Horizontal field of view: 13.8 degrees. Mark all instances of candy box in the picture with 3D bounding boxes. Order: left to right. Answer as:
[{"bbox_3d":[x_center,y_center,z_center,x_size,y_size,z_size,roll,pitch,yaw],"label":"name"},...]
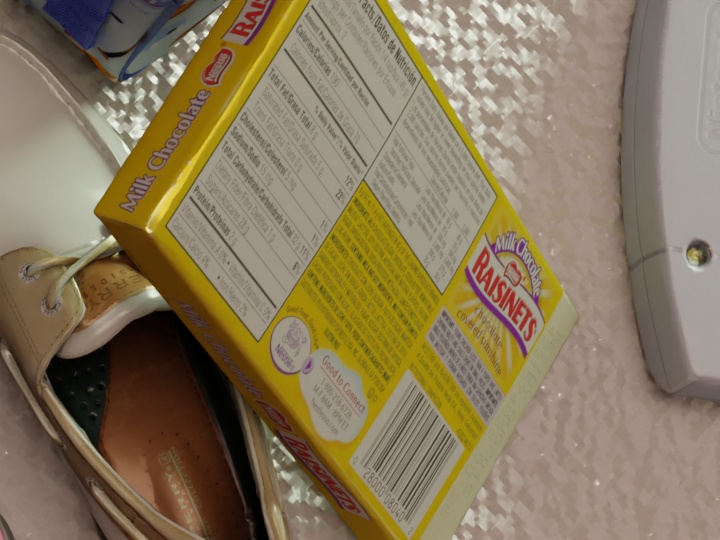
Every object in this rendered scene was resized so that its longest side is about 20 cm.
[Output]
[{"bbox_3d":[0.000,0.000,0.853,0.026,0.200,0.103,16,66,34],"label":"candy box"}]

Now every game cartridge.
[{"bbox_3d":[0.152,-0.050,0.975,0.132,0.041,0.201,11,75,-17],"label":"game cartridge"}]

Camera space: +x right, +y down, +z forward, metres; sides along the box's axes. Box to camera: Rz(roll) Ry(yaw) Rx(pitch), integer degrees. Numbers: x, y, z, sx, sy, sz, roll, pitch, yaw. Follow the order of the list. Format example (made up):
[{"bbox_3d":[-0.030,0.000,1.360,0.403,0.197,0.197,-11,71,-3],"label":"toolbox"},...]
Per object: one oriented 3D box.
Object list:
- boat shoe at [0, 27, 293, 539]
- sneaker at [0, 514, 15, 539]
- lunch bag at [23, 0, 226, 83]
[{"bbox_3d":[-0.073,0.012,0.876,0.074,0.068,0.201,-30,87,-20],"label":"boat shoe"},{"bbox_3d":[-0.138,0.160,0.830,0.095,0.079,0.201,3,72,5],"label":"sneaker"},{"bbox_3d":[-0.033,-0.135,0.851,0.076,0.200,0.160,44,70,-2],"label":"lunch bag"}]
